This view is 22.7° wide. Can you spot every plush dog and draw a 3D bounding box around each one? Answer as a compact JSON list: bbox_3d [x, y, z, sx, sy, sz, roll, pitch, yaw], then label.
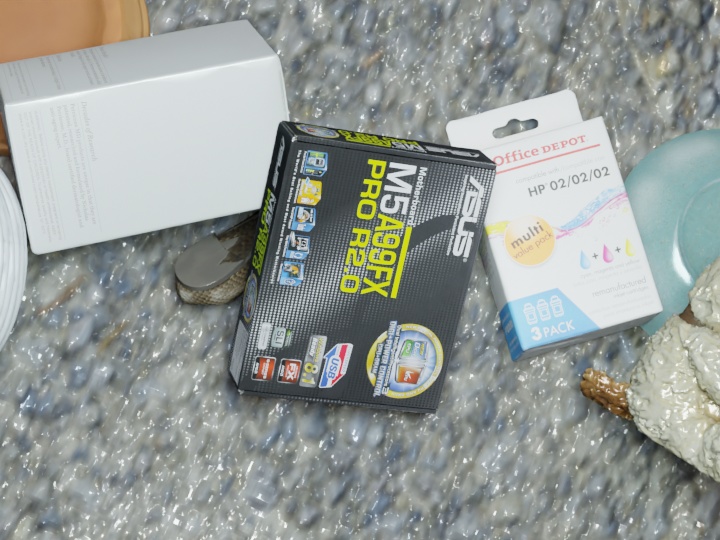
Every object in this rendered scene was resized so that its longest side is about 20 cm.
[{"bbox_3d":[0.270,0.056,1.327,0.160,0.200,0.172,30,94,11],"label":"plush dog"}]

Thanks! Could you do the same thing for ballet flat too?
[{"bbox_3d":[-0.054,-0.027,1.381,0.200,0.046,0.067,-31,53,-19],"label":"ballet flat"}]

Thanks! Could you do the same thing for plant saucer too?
[{"bbox_3d":[0.299,-0.021,1.432,0.200,0.039,0.202,2,77,-8],"label":"plant saucer"},{"bbox_3d":[-0.262,-0.189,1.384,0.199,0.037,0.201,2,77,-9],"label":"plant saucer"}]

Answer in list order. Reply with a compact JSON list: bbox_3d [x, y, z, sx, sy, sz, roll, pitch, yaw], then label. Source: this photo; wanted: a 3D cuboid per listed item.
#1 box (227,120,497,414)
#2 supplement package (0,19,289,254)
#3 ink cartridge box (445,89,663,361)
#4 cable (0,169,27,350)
[{"bbox_3d":[0.000,0.000,1.317,0.159,0.044,0.201,8,107,-18],"label":"box"},{"bbox_3d":[-0.158,-0.101,1.320,0.199,0.117,0.118,-12,113,-11],"label":"supplement package"},{"bbox_3d":[0.147,-0.043,1.393,0.115,0.068,0.201,-16,80,-4],"label":"ink cartridge box"},{"bbox_3d":[-0.329,-0.005,1.275,0.199,0.069,0.201,-17,79,26],"label":"cable"}]
